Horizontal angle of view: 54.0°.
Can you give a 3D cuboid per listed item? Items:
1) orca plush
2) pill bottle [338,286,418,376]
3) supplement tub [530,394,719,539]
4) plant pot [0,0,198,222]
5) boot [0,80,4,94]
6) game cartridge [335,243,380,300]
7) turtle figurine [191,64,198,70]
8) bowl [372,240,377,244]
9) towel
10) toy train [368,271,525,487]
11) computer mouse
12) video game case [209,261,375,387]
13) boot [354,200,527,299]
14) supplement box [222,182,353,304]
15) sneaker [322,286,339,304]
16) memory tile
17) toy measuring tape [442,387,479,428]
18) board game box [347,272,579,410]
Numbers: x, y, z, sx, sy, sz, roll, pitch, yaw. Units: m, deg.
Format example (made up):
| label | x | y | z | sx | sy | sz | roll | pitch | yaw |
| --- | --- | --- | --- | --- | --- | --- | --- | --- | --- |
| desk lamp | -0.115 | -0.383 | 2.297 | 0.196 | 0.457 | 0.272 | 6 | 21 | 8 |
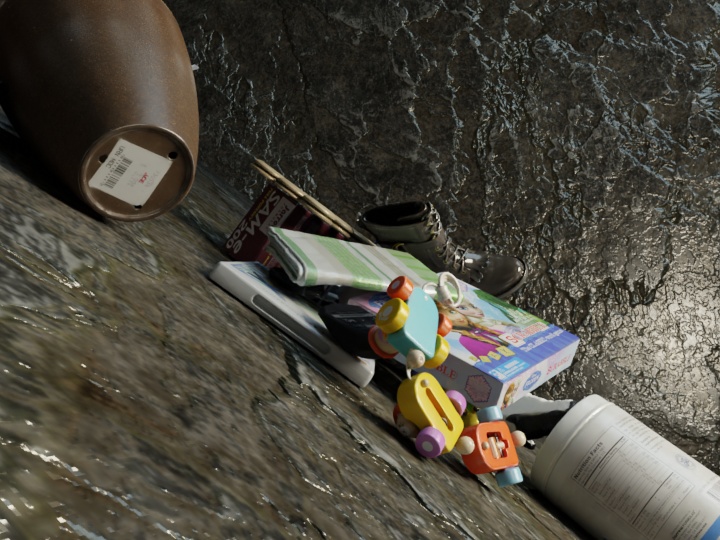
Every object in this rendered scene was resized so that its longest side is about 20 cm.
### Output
| label | x | y | z | sx | sy | sz | roll | pitch | yaw |
| --- | --- | --- | --- | --- | --- | --- | --- | --- | --- |
| orca plush | 0.215 | 0.191 | 0.902 | 0.200 | 0.105 | 0.071 | -18 | -69 | 40 |
| pill bottle | 0.073 | 0.083 | 0.965 | 0.200 | 0.114 | 0.114 | 34 | 2 | -20 |
| supplement tub | 0.295 | 0.239 | 0.739 | 0.200 | 0.132 | 0.132 | 36 | 2 | 37 |
| plant pot | -0.221 | -0.138 | 0.629 | 0.187 | 0.187 | 0.200 | 34 | 17 | -47 |
| boot | -0.362 | -0.185 | 0.495 | 0.200 | 0.069 | 0.188 | 34 | 2 | -22 |
| game cartridge | 0.068 | 0.062 | 1.050 | 0.200 | 0.133 | 0.042 | 41 | -6 | -6 |
| turtle figurine | -0.362 | -0.245 | 1.082 | 0.143 | 0.201 | 0.194 | -1 | -8 | 21 |
| bowl | 0.075 | 0.032 | 1.132 | 0.200 | 0.201 | 0.039 | 36 | 17 | 22 |
| towel | 0.000 | 0.000 | 0.806 | 0.199 | 0.031 | 0.149 | 10 | 17 | -25 |
| toy train | 0.070 | 0.102 | 0.631 | 0.150 | 0.056 | 0.201 | 3 | 64 | -52 |
| computer mouse | -0.036 | 0.042 | 0.716 | 0.058 | 0.034 | 0.200 | 2 | 19 | -38 |
| video game case | -0.061 | 0.049 | 0.761 | 0.182 | 0.022 | 0.200 | 36 | 1 | 1 |
| boot | 0.107 | -0.028 | 0.925 | 0.199 | 0.069 | 0.174 | -3 | -33 | 22 |
| supplement box | -0.090 | -0.030 | 0.982 | 0.061 | 0.109 | 0.200 | 37 | 1 | 28 |
| sneaker | -0.054 | 0.004 | 1.169 | 0.072 | 0.083 | 0.200 | 34 | 2 | -38 |
| memory tile | -0.053 | -0.080 | 0.961 | 0.153 | 0.017 | 0.200 | 38 | 2 | 32 |
| toy measuring tape | 0.105 | 0.128 | 0.821 | 0.073 | 0.074 | 0.200 | 35 | 9 | -15 |
| board game box | 0.117 | 0.071 | 0.802 | 0.199 | 0.041 | 0.200 | 27 | 24 | 31 |
